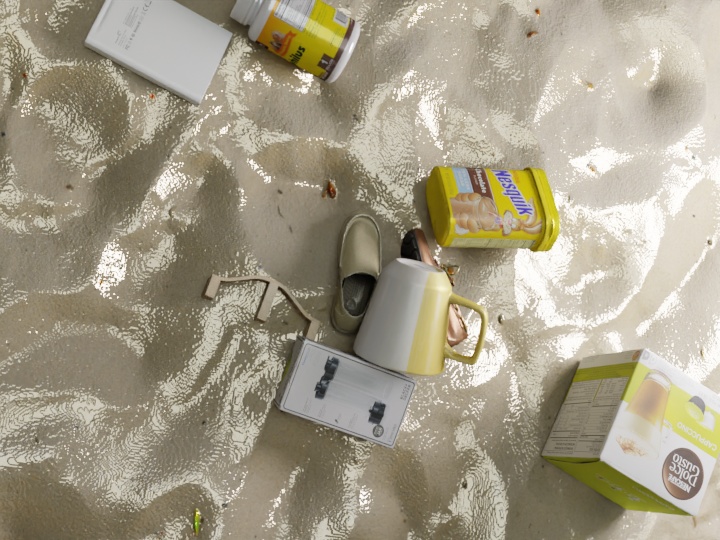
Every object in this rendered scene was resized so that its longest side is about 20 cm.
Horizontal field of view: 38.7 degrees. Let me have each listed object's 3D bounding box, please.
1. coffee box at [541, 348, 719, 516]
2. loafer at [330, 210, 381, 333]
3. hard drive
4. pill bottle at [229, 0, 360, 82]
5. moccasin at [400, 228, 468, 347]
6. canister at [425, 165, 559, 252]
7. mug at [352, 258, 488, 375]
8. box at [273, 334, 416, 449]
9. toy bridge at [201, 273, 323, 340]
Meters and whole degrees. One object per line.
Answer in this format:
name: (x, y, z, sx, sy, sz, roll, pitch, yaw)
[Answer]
coffee box: (0.456, 0.270, 1.697, 0.198, 0.200, 0.200, 31, 73, -11)
loafer: (0.000, 0.000, 1.651, 0.074, 0.068, 0.204, 10, 78, -17)
hard drive: (-0.318, -0.366, 1.621, 0.198, 0.026, 0.134, 27, 74, -14)
pill bottle: (-0.107, -0.396, 1.655, 0.198, 0.109, 0.111, 27, 74, -13)
moccasin: (0.125, 0.026, 1.690, 0.077, 0.073, 0.204, -23, 86, -30)
canister: (0.219, -0.105, 1.717, 0.196, 0.087, 0.151, 1, 55, -16)
mug: (0.092, 0.069, 1.608, 0.183, 0.149, 0.156, 10, 99, -21)
box: (-0.024, 0.189, 1.605, 0.197, 0.060, 0.119, 20, 90, -15)
toy bridge: (-0.147, 0.048, 1.614, 0.197, 0.027, 0.068, 24, 74, -15)
